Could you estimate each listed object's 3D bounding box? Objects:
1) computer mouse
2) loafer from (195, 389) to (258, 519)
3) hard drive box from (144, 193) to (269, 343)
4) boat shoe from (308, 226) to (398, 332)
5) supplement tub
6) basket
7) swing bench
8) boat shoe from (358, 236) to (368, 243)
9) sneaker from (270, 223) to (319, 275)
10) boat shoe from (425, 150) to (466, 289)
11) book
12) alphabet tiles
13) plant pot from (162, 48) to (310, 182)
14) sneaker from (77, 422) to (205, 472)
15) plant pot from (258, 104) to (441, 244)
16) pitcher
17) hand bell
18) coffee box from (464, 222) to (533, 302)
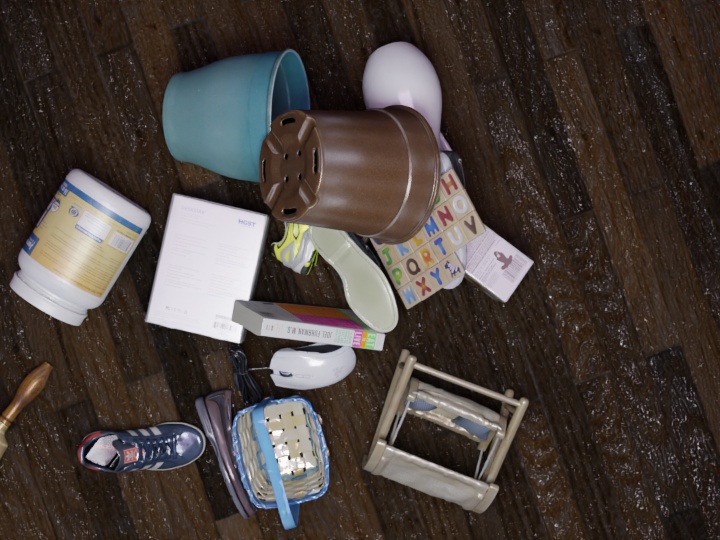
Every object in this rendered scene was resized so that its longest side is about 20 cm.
[{"bbox_3d":[-0.103,0.154,1.531,0.196,0.044,0.111,-8,117,-3],"label":"computer mouse"},{"bbox_3d":[-0.195,0.283,1.531,0.062,0.072,0.203,-23,87,-6],"label":"loafer"},{"bbox_3d":[-0.235,-0.003,1.528,0.153,0.077,0.204,13,89,-2],"label":"hard drive box"},{"bbox_3d":[-0.002,0.001,1.478,0.074,0.066,0.200,-43,82,19],"label":"boat shoe"},{"bbox_3d":[-0.425,-0.035,1.489,0.143,0.145,0.202,32,88,-1],"label":"supplement tub"},{"bbox_3d":[-0.119,0.269,1.461,0.137,0.200,0.180,-13,97,6],"label":"basket"},{"bbox_3d":[0.126,0.252,1.509,0.196,0.130,0.203,20,89,-2],"label":"swing bench"},{"bbox_3d":[-0.001,-0.098,1.542,0.071,0.065,0.203,18,89,-1],"label":"boat shoe"},{"bbox_3d":[-0.080,-0.099,1.537,0.075,0.075,0.203,20,83,8],"label":"sneaker"},{"bbox_3d":[0.132,-0.076,1.434,0.056,0.068,0.204,-18,107,-44],"label":"boat shoe"},{"bbox_3d":[-0.078,0.081,1.467,0.197,0.133,0.049,10,94,-27],"label":"book"},{"bbox_3d":[0.092,-0.057,1.432,0.007,0.199,0.169,-20,80,-45],"label":"alphabet tiles"},{"bbox_3d":[-0.190,-0.229,1.486,0.184,0.200,0.204,2,89,14],"label":"plant pot"},{"bbox_3d":[-0.340,0.280,1.517,0.196,0.085,0.076,-7,89,-2],"label":"sneaker"},{"bbox_3d":[-0.023,-0.141,1.374,0.196,0.199,0.204,1,89,-40],"label":"plant pot"},{"bbox_3d":[0.086,-0.238,1.526,0.120,0.171,0.203,-24,70,27],"label":"pitcher"},{"bbox_3d":[-0.545,0.228,1.522,0.104,0.104,0.201,37,77,-1],"label":"hand bell"},{"bbox_3d":[0.160,-0.042,1.523,0.199,0.114,0.080,37,89,0],"label":"coffee box"}]
